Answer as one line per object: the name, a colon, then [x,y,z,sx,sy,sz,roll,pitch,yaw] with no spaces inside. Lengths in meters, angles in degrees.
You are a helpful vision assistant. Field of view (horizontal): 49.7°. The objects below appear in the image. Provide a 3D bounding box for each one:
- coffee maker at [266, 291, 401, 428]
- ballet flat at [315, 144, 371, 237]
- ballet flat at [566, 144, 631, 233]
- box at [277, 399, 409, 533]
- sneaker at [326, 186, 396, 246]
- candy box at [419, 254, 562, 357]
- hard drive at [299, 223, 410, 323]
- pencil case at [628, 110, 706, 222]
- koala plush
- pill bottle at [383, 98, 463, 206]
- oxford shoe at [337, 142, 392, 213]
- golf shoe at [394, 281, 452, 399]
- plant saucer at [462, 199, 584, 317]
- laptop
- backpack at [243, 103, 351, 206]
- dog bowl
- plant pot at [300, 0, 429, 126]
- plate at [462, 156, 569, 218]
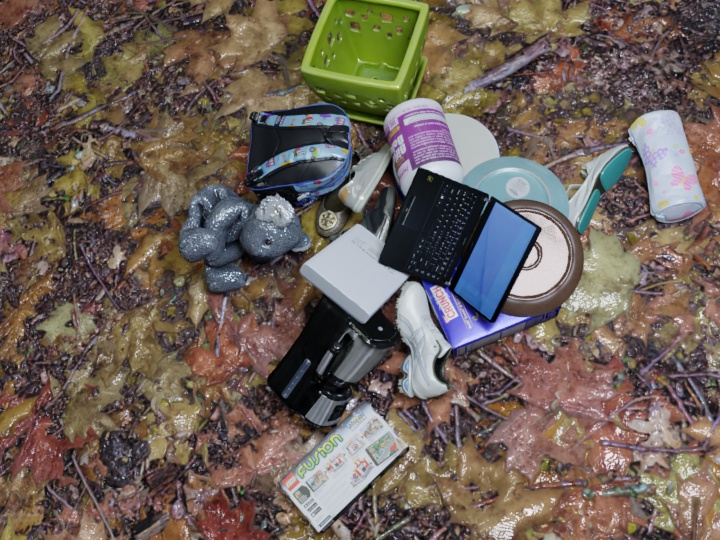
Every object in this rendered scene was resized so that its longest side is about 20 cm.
coffee maker: [-0.057,0.128,1.292,0.200,0.135,0.192,-54,45,22]
ballet flat: [-0.033,-0.155,1.480,0.067,0.046,0.200,22,73,17]
ballet flat: [0.414,-0.155,1.404,0.069,0.069,0.200,31,77,19]
box: [-0.027,0.324,1.291,0.200,0.035,0.110,-42,68,-8]
sneaker: [0.001,-0.072,1.424,0.114,0.076,0.200,16,77,8]
candy box: [0.218,0.035,1.346,0.200,0.077,0.169,-21,67,-1]
hard drive: [0.000,0.000,1.285,0.132,0.200,0.027,38,122,7]
pencil case: [0.542,-0.186,1.380,0.091,0.083,0.200,-9,67,4]
koala plush: [-0.196,-0.075,1.404,0.200,0.177,0.184,-3,61,14]
pill bottle: [0.114,-0.188,1.348,0.112,0.112,0.200,-16,66,3]
oxford shoe: [0.014,-0.183,1.438,0.058,0.075,0.200,29,48,1]
golf shoe: [0.115,0.114,1.306,0.097,0.078,0.200,-10,82,40]
plant saucer: [0.270,-0.024,1.285,0.200,0.034,0.201,-1,81,6]
laptop: [0.153,-0.040,1.244,0.200,0.103,0.177,21,108,-7]
backpack: [-0.102,-0.215,1.454,0.200,0.135,0.183,-7,65,16]
dog bowl: [0.160,-0.188,1.444,0.200,0.079,0.200,-3,68,8]
plant pot: [0.021,-0.393,1.495,0.199,0.182,0.200,14,71,15]
plate: [0.260,-0.114,1.344,0.200,0.026,0.201,-3,68,7]
